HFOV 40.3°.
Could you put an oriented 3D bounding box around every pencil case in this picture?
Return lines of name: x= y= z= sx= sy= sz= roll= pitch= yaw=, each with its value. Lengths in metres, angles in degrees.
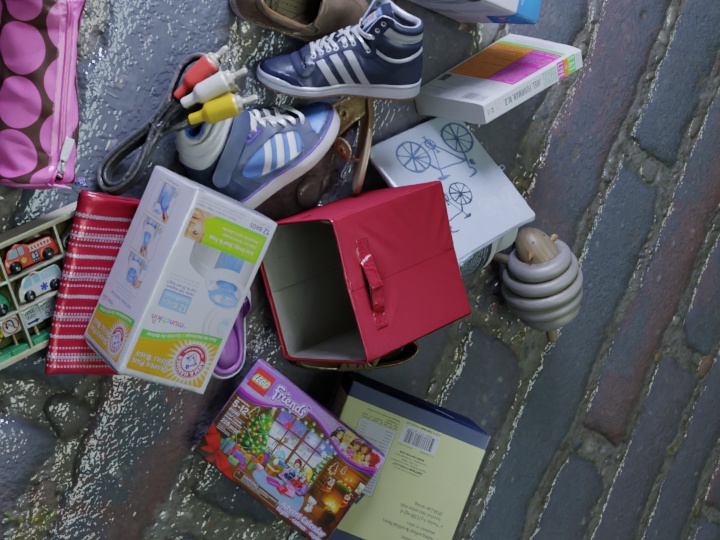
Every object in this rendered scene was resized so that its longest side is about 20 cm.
pencil case: x=-0.307 y=-0.180 z=0.949 sx=0.090 sy=0.093 sz=0.204 roll=-6 pitch=106 yaw=-39

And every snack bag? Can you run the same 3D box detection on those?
snack bag: x=0.123 y=-0.111 z=1.296 sx=0.187 sy=0.201 sz=0.021 roll=-28 pitch=165 yaw=-38

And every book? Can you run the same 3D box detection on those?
book: x=0.187 y=-0.258 z=1.325 sx=0.199 sy=0.133 sz=0.049 roll=-32 pitch=122 yaw=-29

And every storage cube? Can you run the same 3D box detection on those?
storage cube: x=0.000 y=0.000 z=1.192 sx=0.178 sy=0.199 sz=0.174 roll=-21 pitch=101 yaw=-36

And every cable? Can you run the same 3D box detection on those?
cable: x=-0.208 y=-0.166 z=1.041 sx=0.198 sy=0.098 sz=0.050 roll=-32 pitch=164 yaw=-1

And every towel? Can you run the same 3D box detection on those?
towel: x=-0.258 y=0.018 z=1.064 sx=0.143 sy=0.022 sz=0.203 roll=7 pitch=99 yaw=-42

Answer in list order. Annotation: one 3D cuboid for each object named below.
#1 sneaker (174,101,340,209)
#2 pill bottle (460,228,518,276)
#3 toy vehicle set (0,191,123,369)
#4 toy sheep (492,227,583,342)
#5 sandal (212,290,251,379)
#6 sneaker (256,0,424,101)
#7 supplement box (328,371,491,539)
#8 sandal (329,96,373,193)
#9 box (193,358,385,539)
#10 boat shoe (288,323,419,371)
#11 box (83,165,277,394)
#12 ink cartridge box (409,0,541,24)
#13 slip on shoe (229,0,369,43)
sneaker: x=-0.121 y=-0.169 z=1.121 sx=0.200 sy=0.080 sz=0.147 roll=-42 pitch=131 yaw=-16
pill bottle: x=0.118 y=-0.047 z=1.340 sx=0.198 sy=0.119 sz=0.122 roll=-19 pitch=115 yaw=-35
toy vehicle set: x=-0.337 y=0.014 z=1.028 sx=0.199 sy=0.026 sz=0.126 roll=-30 pitch=121 yaw=-31
toy sheep: x=0.274 y=0.023 z=1.488 sx=0.137 sy=0.137 sz=0.202 roll=-39 pitch=125 yaw=-25
sandal: x=-0.162 y=0.036 z=1.170 sx=0.082 sy=0.049 sz=0.206 roll=-24 pitch=118 yaw=-33
sneaker: x=-0.020 y=-0.260 z=1.134 sx=0.196 sy=0.071 sz=0.110 roll=1 pitch=129 yaw=-11
supplement box: x=0.038 y=0.267 z=1.299 sx=0.197 sy=0.134 sz=0.203 roll=22 pitch=89 yaw=-5
sandal: x=-0.016 y=-0.208 z=1.226 sx=0.068 sy=0.078 sz=0.216 roll=11 pitch=89 yaw=-10
box: x=-0.087 y=0.224 z=1.206 sx=0.199 sy=0.039 sz=0.138 roll=37 pitch=88 yaw=2
boat shoe: x=-0.003 y=0.099 z=1.311 sx=0.198 sy=0.073 sz=0.077 roll=-5 pitch=106 yaw=-40
box: x=-0.191 y=0.012 z=1.031 sx=0.112 sy=0.101 sz=0.203 roll=22 pitch=93 yaw=-40
ink cartridge box: x=0.114 y=-0.374 z=1.217 sx=0.198 sy=0.144 sz=0.085 roll=8 pitch=98 yaw=-41
slip on shoe: x=-0.057 y=-0.307 z=1.147 sx=0.198 sy=0.060 sz=0.077 roll=5 pitch=100 yaw=-41
